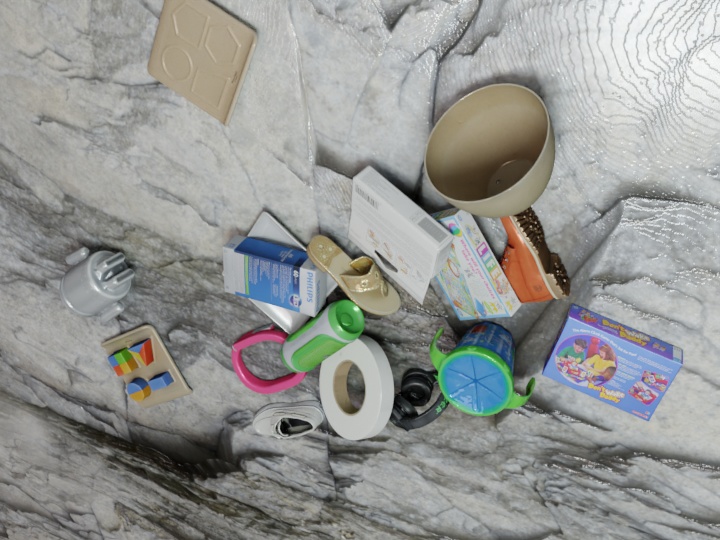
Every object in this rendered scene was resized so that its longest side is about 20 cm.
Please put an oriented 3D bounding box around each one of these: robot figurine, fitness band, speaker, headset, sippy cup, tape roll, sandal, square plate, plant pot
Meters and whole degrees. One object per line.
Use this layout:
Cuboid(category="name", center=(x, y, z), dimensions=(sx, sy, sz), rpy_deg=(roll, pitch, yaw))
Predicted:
Cuboid(category="robot figurine", center=(-0.585, 0.030, 1.632), dimensions=(0.198, 0.113, 0.172), rpy_deg=(-26, 95, 33))
Cuboid(category="fitness band", center=(-0.197, 0.194, 1.595), dimensions=(0.198, 0.037, 0.145), rpy_deg=(-22, 107, 34))
Cuboid(category="speaker", center=(-0.076, 0.131, 1.448), dimensions=(0.089, 0.089, 0.199), rpy_deg=(47, 134, -6))
Cuboid(category="headset", center=(0.102, 0.264, 1.454), dimensions=(0.198, 0.124, 0.095), rpy_deg=(-10, 123, 48))
Cuboid(category="sippy cup", center=(0.219, 0.166, 1.330), dimensions=(0.138, 0.131, 0.179), rpy_deg=(-24, 106, 34))
Cuboid(category="tape roll", center=(-0.011, 0.228, 1.460), dimensions=(0.201, 0.037, 0.207), rpy_deg=(-2, 87, 52))
Cuboid(category="sandal", center=(-0.003, 0.004, 1.352), dimensions=(0.210, 0.078, 0.070), rpy_deg=(37, 150, -8))
Cuboid(category="square plate", center=(-0.157, 0.007, 1.476), dimensions=(0.199, 0.028, 0.198), rpy_deg=(41, 126, -1))
Cuboid(category="plant pot", center=(0.213, -0.160, 1.134), dimensions=(0.197, 0.204, 0.134), rpy_deg=(-12, 149, 29))

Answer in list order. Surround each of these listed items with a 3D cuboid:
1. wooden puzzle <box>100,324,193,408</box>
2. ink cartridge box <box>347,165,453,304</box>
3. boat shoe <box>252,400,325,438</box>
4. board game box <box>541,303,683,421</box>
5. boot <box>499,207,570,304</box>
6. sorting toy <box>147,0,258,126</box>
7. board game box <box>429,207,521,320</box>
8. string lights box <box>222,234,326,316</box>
Cuboid(category="wooden puzzle", center=(-0.514, 0.238, 1.759), dimensions=(0.183, 0.046, 0.202), rpy_deg=(-20, 108, 32))
Cuboid(category="ink cartridge box", center=(0.063, -0.060, 1.295), dimensions=(0.200, 0.045, 0.177), rpy_deg=(42, 154, 19))
Cuboid(category="boat shoe", center=(-0.168, 0.341, 1.646), dimensions=(0.197, 0.066, 0.073), rpy_deg=(-11, 113, 29))
Cuboid(category="board game box", center=(0.432, 0.159, 1.282), dimensions=(0.197, 0.045, 0.136), rpy_deg=(23, 125, 11))
Cuboid(category="boot", center=(0.262, -0.029, 1.240), dimensions=(0.106, 0.075, 0.202), rpy_deg=(-17, 110, 36))
Cuboid(category="sorting toy", center=(-0.279, -0.384, 1.312), dimensions=(0.199, 0.036, 0.187), rpy_deg=(36, 126, 8))
Cuboid(category="board game box", center=(0.176, -0.008, 1.278), dimensions=(0.134, 0.034, 0.202), rpy_deg=(-9, 116, 57))
Cuboid(category="string lights box", center=(-0.165, 0.009, 1.427), dimensions=(0.196, 0.059, 0.104), rpy_deg=(15, 123, 16))
